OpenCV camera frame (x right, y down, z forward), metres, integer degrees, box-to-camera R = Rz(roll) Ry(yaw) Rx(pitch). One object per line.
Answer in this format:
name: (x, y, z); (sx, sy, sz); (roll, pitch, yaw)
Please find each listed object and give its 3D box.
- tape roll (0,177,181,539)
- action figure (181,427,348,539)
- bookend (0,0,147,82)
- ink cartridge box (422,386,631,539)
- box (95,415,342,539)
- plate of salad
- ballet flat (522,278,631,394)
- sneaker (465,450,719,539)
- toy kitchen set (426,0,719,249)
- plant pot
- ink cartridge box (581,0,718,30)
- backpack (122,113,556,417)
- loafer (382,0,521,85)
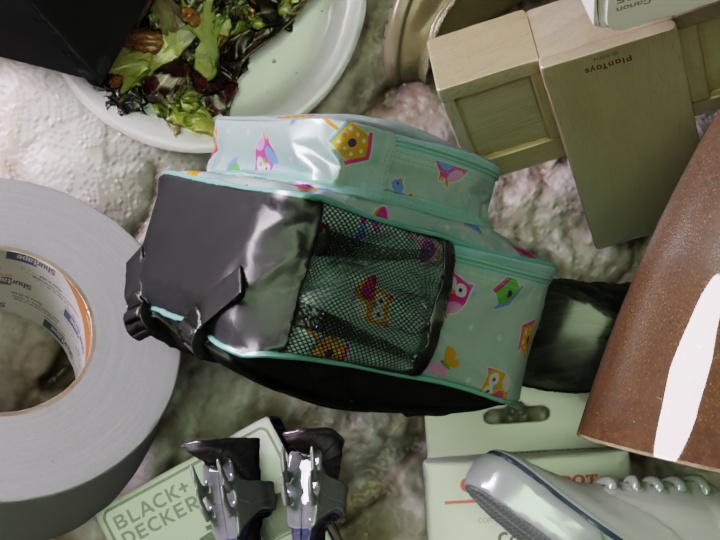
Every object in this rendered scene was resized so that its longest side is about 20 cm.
tape roll: (-0.202, 0.048, 0.783); (0.200, 0.066, 0.201); (10, 55, -14)
action figure: (-0.042, 0.186, 0.745); (0.130, 0.069, 0.200); (-10, 78, 14)
bookend: (-0.203, -0.233, 0.835); (0.200, 0.092, 0.199); (16, 72, 26)
ink cartridge box: (0.095, 0.161, 0.804); (0.116, 0.067, 0.201); (-5, 84, 2)
box: (-0.054, 0.196, 0.813); (0.116, 0.060, 0.200); (-27, 83, 0)
plate of salad: (-0.096, -0.171, 0.858); (0.200, 0.048, 0.201); (0, 85, 2)
ballet flat: (0.151, 0.036, 0.830); (0.199, 0.057, 0.067); (-1, 91, 9)
sneaker: (0.149, 0.135, 0.735); (0.200, 0.073, 0.071); (30, 76, -7)
toy kitchen set: (0.148, -0.138, 0.828); (0.200, 0.163, 0.181); (-16, 51, 10)
plant pot: (0.217, 0.003, 0.708); (0.186, 0.187, 0.200); (11, 88, 4)
ink cartridge box: (0.149, -0.232, 0.688); (0.146, 0.083, 0.200); (-17, 62, -1)
backpack: (0.000, 0.000, 0.758); (0.200, 0.176, 0.154); (24, 81, -31)
loafer: (0.084, -0.186, 0.836); (0.067, 0.076, 0.200); (34, 87, 12)
